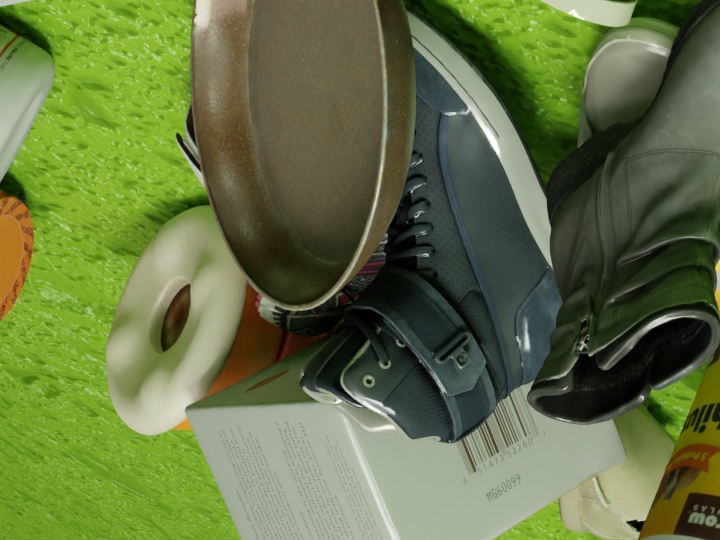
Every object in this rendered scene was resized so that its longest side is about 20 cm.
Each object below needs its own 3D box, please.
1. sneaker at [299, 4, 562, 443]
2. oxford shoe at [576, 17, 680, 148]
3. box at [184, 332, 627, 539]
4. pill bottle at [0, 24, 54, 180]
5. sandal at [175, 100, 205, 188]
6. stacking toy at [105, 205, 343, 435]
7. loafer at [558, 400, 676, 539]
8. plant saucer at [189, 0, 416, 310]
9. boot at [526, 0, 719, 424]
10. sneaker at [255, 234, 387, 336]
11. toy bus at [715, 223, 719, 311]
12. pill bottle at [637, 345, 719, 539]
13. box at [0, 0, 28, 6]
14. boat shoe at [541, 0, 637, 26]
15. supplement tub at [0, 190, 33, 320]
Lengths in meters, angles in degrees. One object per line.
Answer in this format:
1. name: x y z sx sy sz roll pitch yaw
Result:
1. sneaker: 0.016 -0.014 0.935 0.203 0.146 0.077 58 165 -10
2. oxford shoe: 0.129 -0.046 0.920 0.075 0.058 0.200 25 154 10
3. box: 0.021 0.090 1.092 0.200 0.151 0.107 -10 105 62
4. pill bottle: -0.285 -0.122 1.125 0.199 0.113 0.112 30 155 -5
5. sandal: -0.066 -0.073 1.062 0.079 0.060 0.207 21 155 13
6. stacking toy: -0.048 0.057 1.249 0.199 0.147 0.146 23 161 -30
7. loafer: 0.154 0.106 1.175 0.068 0.076 0.200 15 157 17
8. plant saucer: -0.025 -0.083 0.895 0.032 0.202 0.200 -4 170 -28
9. boot: 0.141 -0.025 0.805 0.069 0.132 0.200 22 136 -15
10. sneaker: 0.000 0.000 1.095 0.075 0.081 0.200 43 155 1
11. toy bus: 0.236 0.023 0.897 0.199 0.065 0.078 37 121 -20
12. pill bottle: 0.204 0.122 0.994 0.108 0.201 0.110 22 155 11
13. box: -0.103 -0.213 0.682 0.199 0.131 0.200 0 126 46
14. boat shoe: 0.035 -0.174 0.780 0.199 0.072 0.068 31 118 8
15. supplement tub: -0.329 -0.031 1.335 0.198 0.123 0.123 18 154 19
